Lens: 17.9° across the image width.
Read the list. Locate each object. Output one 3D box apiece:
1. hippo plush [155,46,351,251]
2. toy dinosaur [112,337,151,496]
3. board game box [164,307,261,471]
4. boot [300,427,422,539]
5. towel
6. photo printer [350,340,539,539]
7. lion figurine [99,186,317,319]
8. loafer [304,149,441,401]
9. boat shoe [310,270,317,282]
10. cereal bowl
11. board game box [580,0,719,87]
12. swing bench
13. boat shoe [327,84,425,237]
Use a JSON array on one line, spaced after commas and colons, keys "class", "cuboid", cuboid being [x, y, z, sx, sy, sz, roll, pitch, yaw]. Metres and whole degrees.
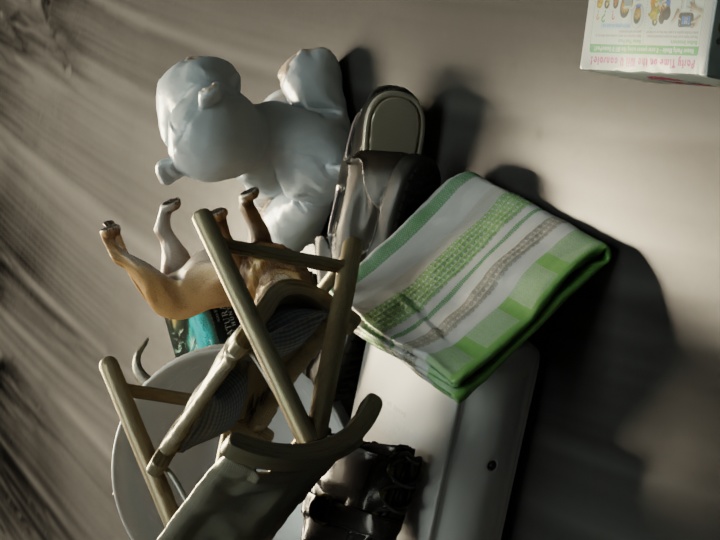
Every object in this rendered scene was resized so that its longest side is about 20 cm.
[{"class": "hippo plush", "cuboid": [-0.092, -0.090, 1.843, 0.160, 0.160, 0.201, -65, 32, 32]}, {"class": "toy dinosaur", "cuboid": [-0.175, 0.164, 2.081, 0.102, 0.077, 0.202, -4, 76, 51]}, {"class": "board game box", "cuboid": [-0.112, 0.113, 1.904, 0.135, 0.028, 0.201, -6, 100, 68]}, {"class": "boot", "cuboid": [0.005, 0.203, 1.545, 0.199, 0.069, 0.175, 22, 95, 48]}, {"class": "towel", "cuboid": [0.069, 0.004, 1.556, 0.149, 0.031, 0.200, -45, 28, -7]}, {"class": "photo printer", "cuboid": [0.049, 0.125, 1.617, 0.166, 0.069, 0.201, 33, 114, 61]}, {"class": "lion figurine", "cuboid": [-0.115, 0.006, 1.792, 0.199, 0.072, 0.123, -2, 115, 43]}, {"class": "loafer", "cuboid": [0.000, 0.000, 1.692, 0.071, 0.073, 0.201, 27, 105, 31]}, {"class": "boat shoe", "cuboid": [-0.045, 0.032, 1.847, 0.200, 0.072, 0.062, 33, 94, 54]}, {"class": "cereal bowl", "cuboid": [-0.093, 0.153, 1.799, 0.083, 0.199, 0.202, -37, -43, -79]}, {"class": "board game box", "cuboid": [0.207, -0.214, 1.377, 0.147, 0.064, 0.202, 15, 97, 64]}, {"class": "swing bench", "cuboid": [-0.083, 0.102, 1.566, 0.199, 0.129, 0.201, -51, 39, 44]}, {"class": "boat shoe", "cuboid": [0.011, -0.042, 1.743, 0.057, 0.066, 0.202, -133, 54, -77]}]
